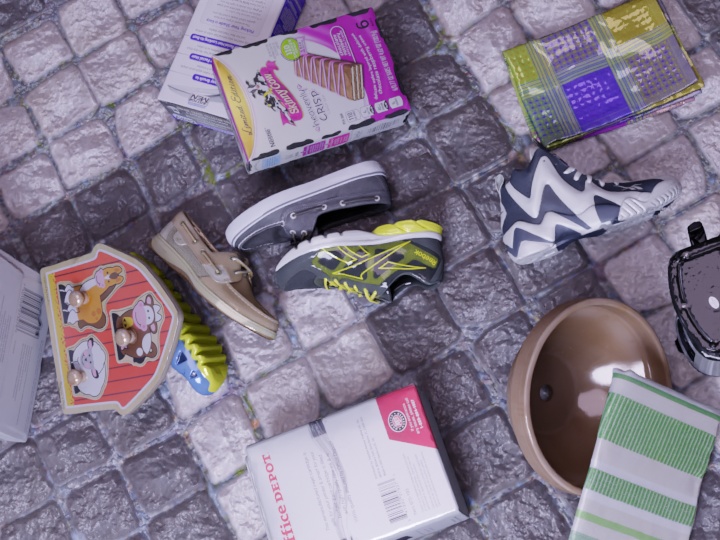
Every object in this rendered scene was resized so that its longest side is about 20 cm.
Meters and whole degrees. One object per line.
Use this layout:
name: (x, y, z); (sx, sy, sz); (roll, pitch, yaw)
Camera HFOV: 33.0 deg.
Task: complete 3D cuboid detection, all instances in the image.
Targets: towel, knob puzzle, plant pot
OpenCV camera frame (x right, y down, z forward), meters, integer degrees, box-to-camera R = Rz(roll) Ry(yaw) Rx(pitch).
towel: (0.277, -0.230, 1.400); (0.200, 0.023, 0.144); (-19, 71, 7)
knob puzzle: (-0.285, 0.066, 1.379); (0.219, 0.030, 0.220); (1, 92, 32)
towel: (0.284, 0.213, 1.220); (0.152, 0.023, 0.200); (24, 77, -27)
plant pot: (0.218, 0.128, 1.249); (0.093, 0.201, 0.201); (-5, 66, 58)

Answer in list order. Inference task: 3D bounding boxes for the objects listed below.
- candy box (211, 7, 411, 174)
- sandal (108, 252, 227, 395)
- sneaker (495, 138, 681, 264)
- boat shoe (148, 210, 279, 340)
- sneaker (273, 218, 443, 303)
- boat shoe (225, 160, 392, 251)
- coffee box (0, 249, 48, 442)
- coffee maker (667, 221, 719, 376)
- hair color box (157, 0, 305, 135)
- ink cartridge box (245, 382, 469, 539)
candy box: (-0.058, -0.209, 1.413); (0.200, 0.061, 0.136); (-19, 82, -8)
sandal: (-0.229, 0.074, 1.404); (0.087, 0.079, 0.200); (-45, 63, 6)
sneaker: (0.240, -0.098, 1.338); (0.199, 0.079, 0.130); (-22, 78, 16)
boat shoe: (-0.160, 0.004, 1.407); (0.200, 0.072, 0.065); (39, 88, 26)
sneaker: (0.000, 0.000, 1.368); (0.200, 0.074, 0.085); (-14, 72, 8)
boat shoe: (-0.056, -0.058, 1.406); (0.200, 0.070, 0.066); (-22, 69, -2)
coffee box: (-0.497, 0.075, 1.393); (0.198, 0.200, 0.200); (3, 74, 14)
coffee maker: (0.405, 0.034, 1.196); (0.192, 0.200, 0.135); (3, 78, 18)
hair color box: (-0.156, -0.273, 1.491); (0.109, 0.065, 0.200); (18, 77, 17)
ink cartridge box: (-0.004, 0.227, 1.296); (0.200, 0.083, 0.145); (-21, 71, 7)
